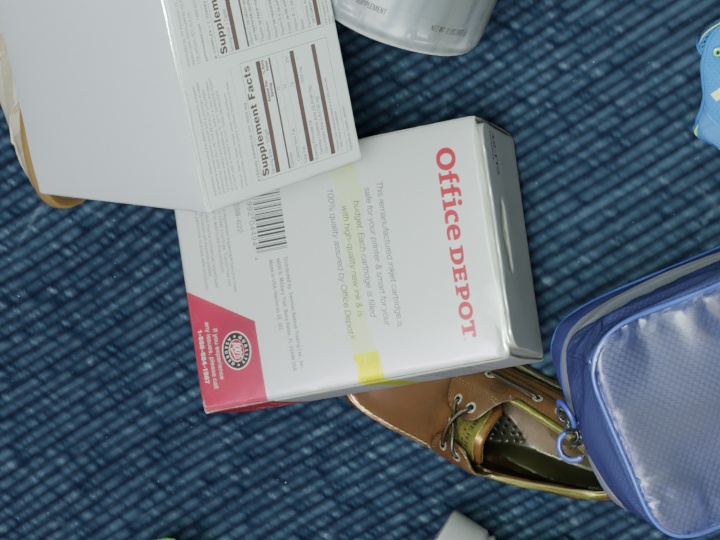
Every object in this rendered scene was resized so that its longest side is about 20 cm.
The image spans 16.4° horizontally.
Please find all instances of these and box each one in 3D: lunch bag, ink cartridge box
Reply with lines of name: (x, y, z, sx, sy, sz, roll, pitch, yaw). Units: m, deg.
lunch bag: (0.205, 0.065, 1.442, 0.199, 0.132, 0.137, -21, 96, -4)
ink cartridge box: (0.000, 0.000, 1.501, 0.199, 0.083, 0.146, -10, 83, 19)

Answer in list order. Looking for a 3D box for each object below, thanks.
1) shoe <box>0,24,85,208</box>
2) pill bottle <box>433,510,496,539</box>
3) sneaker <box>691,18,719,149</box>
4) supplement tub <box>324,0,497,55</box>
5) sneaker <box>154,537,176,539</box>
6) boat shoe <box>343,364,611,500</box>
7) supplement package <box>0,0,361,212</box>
shoe: (-0.194, -0.139, 1.554, 0.053, 0.070, 0.201, 18, 115, 50)
pill bottle: (0.116, 0.242, 1.540, 0.199, 0.120, 0.120, 34, 112, 3)
sneaker: (0.248, -0.136, 1.412, 0.105, 0.076, 0.201, 27, 116, 9)
supplement tub: (0.047, -0.234, 1.418, 0.122, 0.123, 0.201, 25, 111, 7)
sneaker: (-0.117, 0.272, 1.634, 0.076, 0.084, 0.201, 4, 107, 14)
boat shoe: (0.077, 0.088, 1.533, 0.199, 0.068, 0.072, 14, 111, 12)
supplement package: (-0.112, -0.127, 1.447, 0.200, 0.110, 0.157, 8, 114, 55)
